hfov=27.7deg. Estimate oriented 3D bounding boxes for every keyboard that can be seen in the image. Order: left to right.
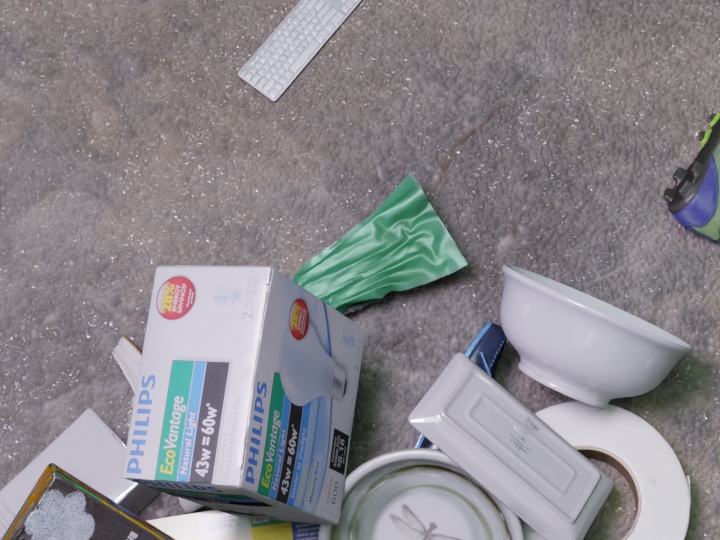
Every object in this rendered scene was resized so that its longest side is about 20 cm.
[{"bbox_3d":[-0.057,-0.281,1.673,0.056,0.011,0.200,35,77,17],"label":"keyboard"}]

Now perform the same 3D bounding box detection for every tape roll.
[{"bbox_3d":[0.222,0.228,1.432,0.201,0.037,0.205,-2,68,5],"label":"tape roll"}]

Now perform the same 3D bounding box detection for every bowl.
[{"bbox_3d":[0.215,0.074,1.427,0.200,0.201,0.091,25,96,15],"label":"bowl"}]

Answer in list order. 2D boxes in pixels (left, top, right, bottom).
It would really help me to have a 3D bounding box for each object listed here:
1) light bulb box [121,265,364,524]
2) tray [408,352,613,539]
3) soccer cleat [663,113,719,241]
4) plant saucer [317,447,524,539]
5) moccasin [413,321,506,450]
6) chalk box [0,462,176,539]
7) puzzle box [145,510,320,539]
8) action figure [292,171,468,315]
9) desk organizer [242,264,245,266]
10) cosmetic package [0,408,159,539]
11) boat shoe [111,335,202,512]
[{"bbox_3d":[-0.101,0.117,1.337,0.124,0.200,0.200,0,73,25],"label":"light bulb box"},{"bbox_3d":[0.148,0.168,1.382,0.200,0.022,0.107,40,49,2],"label":"tray"},{"bbox_3d":[0.397,-0.118,1.543,0.084,0.065,0.201,41,72,-12],"label":"soccer cleat"},{"bbox_3d":[0.059,0.264,1.406,0.198,0.050,0.202,1,98,6],"label":"plant saucer"},{"bbox_3d":[0.106,0.151,1.463,0.068,0.080,0.201,26,88,10],"label":"moccasin"},{"bbox_3d":[-0.238,0.287,1.365,0.199,0.124,0.125,35,80,-10],"label":"chalk box"},{"bbox_3d":[-0.120,0.302,1.448,0.198,0.025,0.134,-8,68,3],"label":"puzzle box"},{"bbox_3d":[0.000,0.000,1.536,0.199,0.055,0.119,-32,70,1],"label":"action figure"},{"bbox_3d":[-0.125,0.107,1.500,0.076,0.072,0.201,-17,68,2],"label":"desk organizer"},{"bbox_3d":[-0.307,0.248,1.466,0.200,0.074,0.102,-42,71,-12],"label":"cosmetic package"},{"bbox_3d":[-0.209,0.157,1.489,0.069,0.071,0.200,-36,67,-2],"label":"boat shoe"}]
